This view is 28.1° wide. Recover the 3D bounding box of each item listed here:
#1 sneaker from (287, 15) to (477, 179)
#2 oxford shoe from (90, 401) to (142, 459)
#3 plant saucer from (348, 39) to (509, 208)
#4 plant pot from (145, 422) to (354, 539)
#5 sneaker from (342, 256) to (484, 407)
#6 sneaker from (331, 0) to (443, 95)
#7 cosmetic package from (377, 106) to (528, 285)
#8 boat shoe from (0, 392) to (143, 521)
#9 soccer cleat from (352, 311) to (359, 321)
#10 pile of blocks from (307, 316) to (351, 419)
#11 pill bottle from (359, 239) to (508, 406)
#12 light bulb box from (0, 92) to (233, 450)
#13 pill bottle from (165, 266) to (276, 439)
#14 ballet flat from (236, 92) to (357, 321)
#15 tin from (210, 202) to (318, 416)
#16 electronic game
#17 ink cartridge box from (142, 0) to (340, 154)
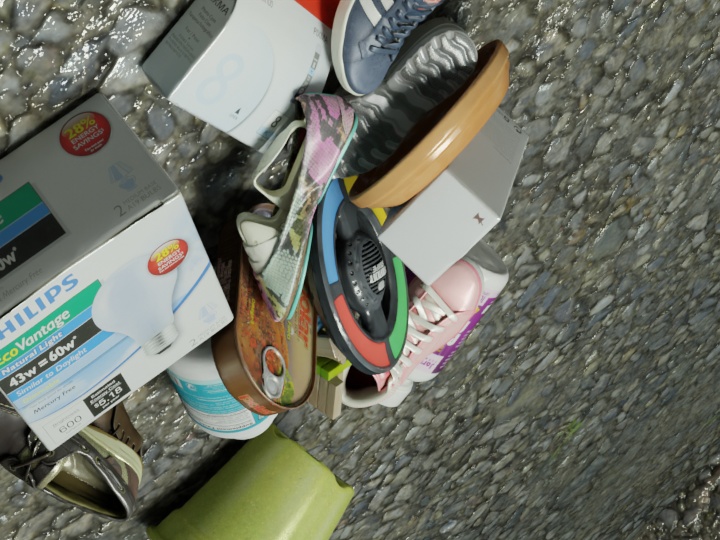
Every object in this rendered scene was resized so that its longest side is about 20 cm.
[{"bbox_3d":[0.021,-0.155,1.301,0.199,0.082,0.075,-32,116,15],"label":"sneaker"},{"bbox_3d":[-0.243,0.146,1.359,0.072,0.085,0.201,-35,149,-10],"label":"oxford shoe"},{"bbox_3d":[0.069,-0.127,1.320,0.200,0.037,0.200,-45,-171,9],"label":"plant saucer"},{"bbox_3d":[-0.109,0.282,1.627,0.185,0.199,0.200,-52,152,-6],"label":"plant pot"},{"bbox_3d":[0.048,0.071,1.490,0.200,0.075,0.105,-41,-174,16],"label":"sneaker"},{"bbox_3d":[0.041,-0.228,1.181,0.075,0.084,0.202,-13,129,-50],"label":"sneaker"},{"bbox_3d":[0.091,-0.082,1.371,0.101,0.071,0.201,-44,-170,29],"label":"cosmetic package"},{"bbox_3d":[-0.276,0.161,1.277,0.199,0.065,0.073,29,116,-29],"label":"boat shoe"},{"bbox_3d":[-0.055,0.074,1.506,0.069,0.078,0.201,0,130,-51],"label":"soccer cleat"},{"bbox_3d":[-0.039,0.043,1.420,0.062,0.081,0.203,-32,118,-38],"label":"pile of blocks"},{"bbox_3d":[0.066,0.050,1.593,0.112,0.112,0.201,6,124,-54],"label":"pill bottle"},{"bbox_3d":[-0.228,0.005,1.146,0.197,0.125,0.201,-36,152,-11],"label":"light bulb box"},{"bbox_3d":[-0.131,0.091,1.398,0.110,0.111,0.201,-35,151,-13],"label":"pill bottle"},{"bbox_3d":[-0.064,-0.057,1.228,0.070,0.069,0.203,14,104,-22],"label":"ballet flat"},{"bbox_3d":[-0.084,0.035,1.290,0.042,0.202,0.112,-25,138,33],"label":"tin"},{"bbox_3d":[0.000,0.000,1.383,0.041,0.203,0.200,-12,161,23],"label":"electronic game"},{"bbox_3d":[-0.062,-0.199,1.163,0.200,0.047,0.160,-47,152,10],"label":"ink cartridge box"}]
